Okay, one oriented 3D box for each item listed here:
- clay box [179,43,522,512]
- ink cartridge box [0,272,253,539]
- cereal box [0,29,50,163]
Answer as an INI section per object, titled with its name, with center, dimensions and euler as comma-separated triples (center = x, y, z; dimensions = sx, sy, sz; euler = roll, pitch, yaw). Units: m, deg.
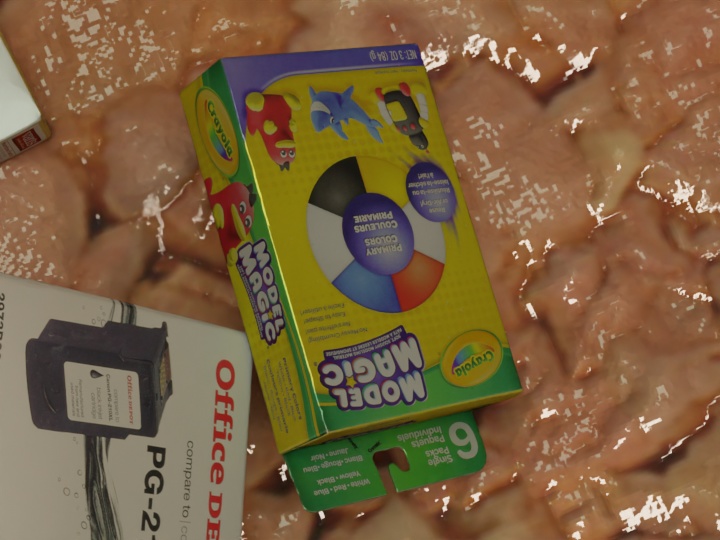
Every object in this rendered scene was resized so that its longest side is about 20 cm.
[clay box]
center = 0.000, 0.000, 0.837
dimensions = 0.114, 0.048, 0.201
euler = -10, 77, -36
[ink cartridge box]
center = -0.142, 0.082, 0.766
dimensions = 0.084, 0.200, 0.146
euler = -7, 75, 40
[cereal box]
center = -0.268, -0.083, 0.878
dimensions = 0.199, 0.040, 0.144
euler = -29, 81, -6
